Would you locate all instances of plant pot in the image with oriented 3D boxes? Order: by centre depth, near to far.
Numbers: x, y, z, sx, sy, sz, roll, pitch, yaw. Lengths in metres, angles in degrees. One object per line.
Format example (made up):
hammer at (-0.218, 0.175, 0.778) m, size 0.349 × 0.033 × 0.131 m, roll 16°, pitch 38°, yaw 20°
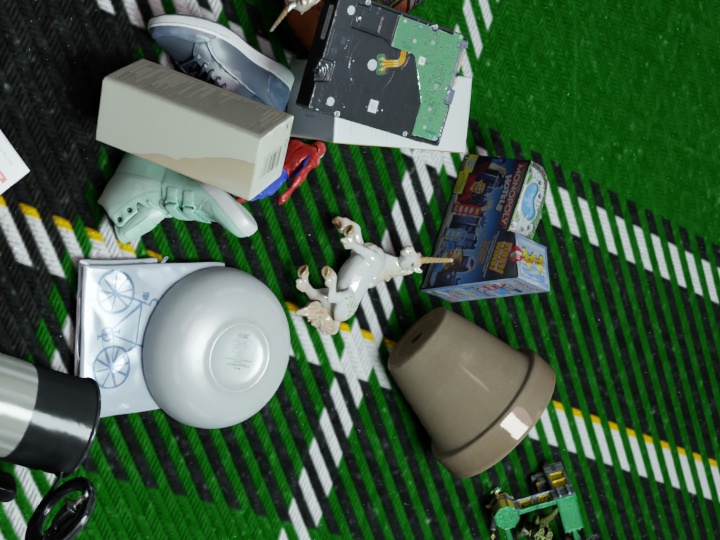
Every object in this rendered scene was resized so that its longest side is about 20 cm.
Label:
plant pot at (0.135, 0.146, 1.737) m, size 0.175 × 0.200 × 0.201 m, roll 45°, pitch 73°, yaw -12°

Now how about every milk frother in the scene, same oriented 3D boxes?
milk frother at (-0.384, 0.187, 1.388) m, size 0.187 × 0.200 × 0.182 m, roll 22°, pitch 90°, yaw -33°

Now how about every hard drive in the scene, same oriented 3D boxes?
hard drive at (0.028, -0.235, 1.516) m, size 0.199 × 0.038 × 0.141 m, roll 11°, pitch 99°, yaw -36°

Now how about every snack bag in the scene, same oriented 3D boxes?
snack bag at (-0.251, 0.076, 1.561) m, size 0.198 × 0.021 × 0.191 m, roll -3°, pitch 101°, yaw -35°

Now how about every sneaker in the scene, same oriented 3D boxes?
sneaker at (-0.212, -0.061, 1.475) m, size 0.119 × 0.200 × 0.074 m, roll -54°, pitch 151°, yaw -5°
sneaker at (-0.171, -0.202, 1.513) m, size 0.201 × 0.077 × 0.148 m, roll 25°, pitch 68°, yaw -34°

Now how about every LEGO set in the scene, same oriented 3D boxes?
LEGO set at (0.265, 0.378, 1.912) m, size 0.153 × 0.116 × 0.201 m, roll -24°, pitch 109°, yaw 5°

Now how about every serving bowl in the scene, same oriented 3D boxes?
serving bowl at (-0.163, 0.099, 1.575) m, size 0.199 × 0.066 × 0.202 m, roll -7°, pitch 102°, yaw -36°

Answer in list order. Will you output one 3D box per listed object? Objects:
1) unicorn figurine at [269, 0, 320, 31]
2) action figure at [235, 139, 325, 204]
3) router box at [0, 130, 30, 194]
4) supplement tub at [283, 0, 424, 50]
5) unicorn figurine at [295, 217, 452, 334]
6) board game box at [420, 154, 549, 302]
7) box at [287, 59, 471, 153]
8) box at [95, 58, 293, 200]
unicorn figurine at (-0.032, -0.379, 1.487) m, size 0.198 × 0.074 × 0.139 m, roll -19°, pitch 86°, yaw -5°
action figure at (-0.111, -0.114, 1.587) m, size 0.200 × 0.065 × 0.052 m, roll -36°, pitch 141°, yaw -37°
router box at (-0.480, -0.131, 1.361) m, size 0.179 × 0.049 × 0.201 m, roll -42°, pitch 117°, yaw -20°
supplement tub at (0.008, -0.355, 1.593) m, size 0.200 × 0.122 × 0.123 m, roll -40°, pitch 117°, yaw -21°
unicorn figurine at (0.000, 0.000, 1.677) m, size 0.200 × 0.074 × 0.138 m, roll -44°, pitch 131°, yaw -4°
board game box at (0.185, -0.045, 1.713) m, size 0.061 × 0.199 × 0.202 m, roll 20°, pitch 88°, yaw -32°
box at (0.023, -0.206, 1.627) m, size 0.198 × 0.124 × 0.099 m, roll 1°, pitch 98°, yaw -32°
box at (-0.186, -0.160, 1.444) m, size 0.095 × 0.198 × 0.078 m, roll -45°, pitch 154°, yaw -58°
